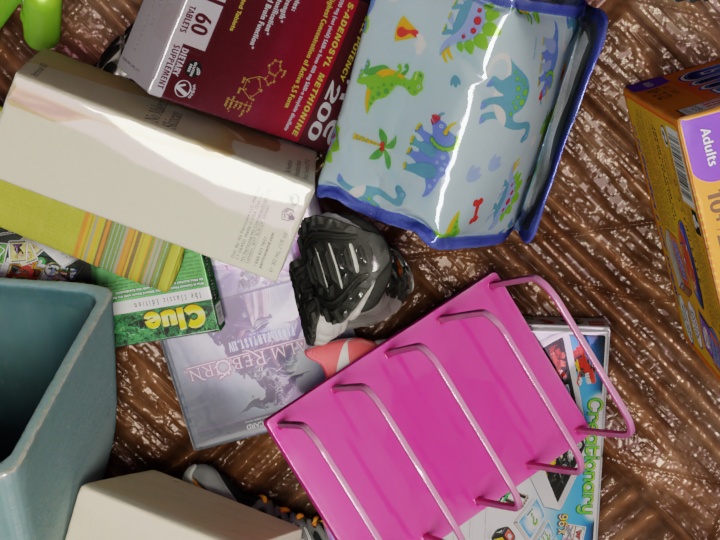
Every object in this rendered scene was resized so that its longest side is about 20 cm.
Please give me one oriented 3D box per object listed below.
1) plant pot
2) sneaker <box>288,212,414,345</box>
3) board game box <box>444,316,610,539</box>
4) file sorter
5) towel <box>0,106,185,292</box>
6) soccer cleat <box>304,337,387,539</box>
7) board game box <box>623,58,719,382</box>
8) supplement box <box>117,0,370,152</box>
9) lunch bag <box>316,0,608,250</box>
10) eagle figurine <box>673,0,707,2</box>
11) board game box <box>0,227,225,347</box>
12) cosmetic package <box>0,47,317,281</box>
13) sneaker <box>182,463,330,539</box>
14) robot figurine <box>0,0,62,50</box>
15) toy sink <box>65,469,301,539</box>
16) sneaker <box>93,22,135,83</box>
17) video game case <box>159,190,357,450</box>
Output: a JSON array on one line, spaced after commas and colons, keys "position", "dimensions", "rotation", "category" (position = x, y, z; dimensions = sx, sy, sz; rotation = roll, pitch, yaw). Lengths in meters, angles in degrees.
[{"position": [-0.279, 0.140, 1.082], "dimensions": [0.196, 0.196, 0.200], "rotation": [4, 126, 11], "category": "plant pot"}, {"position": [0.000, 0.000, 1.049], "dimensions": [0.079, 0.200, 0.074], "rotation": [-14, 82, -10], "category": "sneaker"}, {"position": [0.119, 0.134, 1.168], "dimensions": [0.126, 0.035, 0.200], "rotation": [2, 103, 1], "category": "board game box"}, {"position": [0.063, 0.108, 1.049], "dimensions": [0.200, 0.125, 0.139], "rotation": [-33, 94, -14], "category": "file sorter"}, {"position": [-0.213, -0.059, 1.094], "dimensions": [0.200, 0.018, 0.086], "rotation": [22, 111, 1], "category": "towel"}, {"position": [-0.009, 0.149, 1.128], "dimensions": [0.073, 0.068, 0.200], "rotation": [3, 89, -7], "category": "soccer cleat"}, {"position": [0.311, -0.046, 1.042], "dimensions": [0.199, 0.200, 0.200], "rotation": [-16, 102, 3], "category": "board game box"}, {"position": [-0.050, -0.148, 1.045], "dimensions": [0.200, 0.061, 0.109], "rotation": [15, 105, -36], "category": "supplement box"}, {"position": [0.083, -0.110, 1.040], "dimensions": [0.127, 0.200, 0.170], "rotation": [25, 105, 26], "category": "lunch bag"}, {"position": [0.271, -0.293, 1.041], "dimensions": [0.200, 0.151, 0.152], "rotation": [-24, 59, 35], "category": "eagle figurine"}, {"position": [-0.206, 0.009, 1.134], "dimensions": [0.200, 0.023, 0.105], "rotation": [-9, 101, 10], "category": "board game box"}, {"position": [-0.132, -0.071, 1.011], "dimensions": [0.200, 0.105, 0.071], "rotation": [20, 106, -8], "category": "cosmetic package"}, {"position": [-0.053, 0.212, 1.175], "dimensions": [0.200, 0.078, 0.077], "rotation": [43, 71, -3], "category": "sneaker"}, {"position": [-0.280, -0.215, 1.047], "dimensions": [0.175, 0.116, 0.200], "rotation": [39, 100, 4], "category": "robot figurine"}, {"position": [-0.140, 0.258, 1.086], "dimensions": [0.130, 0.112, 0.200], "rotation": [17, 95, 21], "category": "toy sink"}, {"position": [-0.120, -0.145, 1.087], "dimensions": [0.200, 0.081, 0.083], "rotation": [-35, 113, 11], "category": "sneaker"}, {"position": [-0.084, 0.024, 1.153], "dimensions": [0.143, 0.019, 0.200], "rotation": [-15, 102, 3], "category": "video game case"}]
